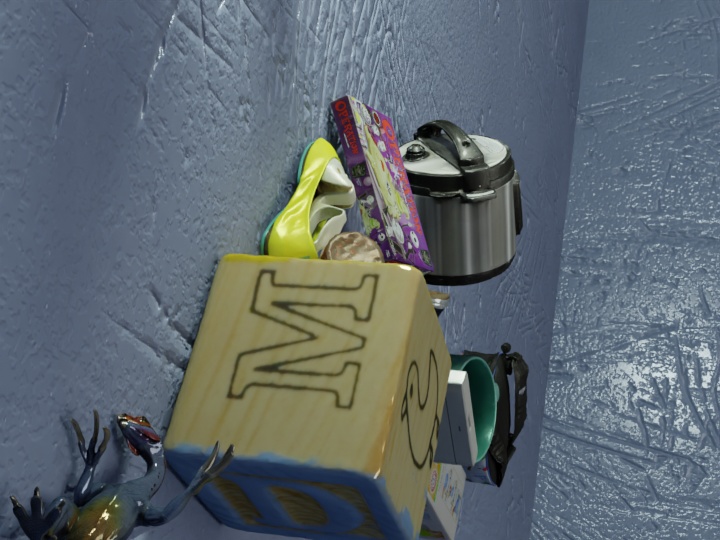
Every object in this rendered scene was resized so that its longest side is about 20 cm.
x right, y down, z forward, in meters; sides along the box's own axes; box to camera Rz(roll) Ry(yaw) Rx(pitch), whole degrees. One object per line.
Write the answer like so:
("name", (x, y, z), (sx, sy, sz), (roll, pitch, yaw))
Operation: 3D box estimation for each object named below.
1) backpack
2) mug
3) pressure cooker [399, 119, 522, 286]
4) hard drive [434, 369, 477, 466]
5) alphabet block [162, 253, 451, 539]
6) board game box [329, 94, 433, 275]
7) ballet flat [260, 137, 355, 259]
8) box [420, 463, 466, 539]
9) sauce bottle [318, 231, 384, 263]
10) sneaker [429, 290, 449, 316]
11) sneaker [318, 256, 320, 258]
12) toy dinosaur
("backpack", (0.177, 0.243, 1.909), (0.200, 0.154, 0.191), (-58, 140, -45))
("mug", (0.118, 0.200, 1.725), (0.185, 0.114, 0.152), (44, 53, -52))
("pressure cooker", (0.122, -0.098, 1.608), (0.179, 0.176, 0.200), (-42, 133, -53))
("hard drive", (0.018, 0.148, 1.276), (0.027, 0.200, 0.132), (-69, 156, -43))
("alphabet block", (-0.039, 0.120, 1.095), (0.195, 0.196, 0.200), (69, 30, -57))
("board game box", (0.026, -0.095, 1.392), (0.120, 0.032, 0.200), (19, 53, -67))
("ballet flat", (-0.042, -0.068, 1.257), (0.200, 0.067, 0.067), (-67, 152, -47))
("box", (0.063, 0.275, 1.601), (0.200, 0.112, 0.102), (65, 34, -57))
("sauce bottle", (-0.030, 0.040, 1.232), (0.200, 0.066, 0.066), (116, -6, -51))
("sneaker", (0.057, 0.079, 1.518), (0.200, 0.070, 0.109), (164, -64, -76))
("sneaker", (-0.001, 0.000, 1.379), (0.202, 0.077, 0.146), (75, 30, -55))
("toy dinosaur", (-0.193, 0.171, 0.870), (0.200, 0.105, 0.181), (-49, 176, 3))
